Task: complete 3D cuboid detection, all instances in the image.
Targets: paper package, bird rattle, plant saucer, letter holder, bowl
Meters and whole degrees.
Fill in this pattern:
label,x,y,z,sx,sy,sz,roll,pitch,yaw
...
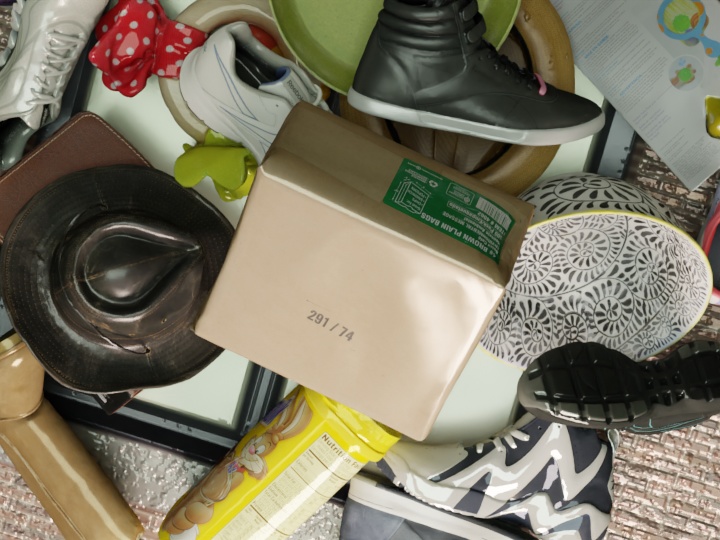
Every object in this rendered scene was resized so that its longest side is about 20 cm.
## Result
label,x,y,z,sx,sy,sz,roll,pitch,yaw
paper package,0.000,0.000,1.468,0.199,0.104,0.191,26,133,0
bird rattle,-0.117,-0.157,1.608,0.162,0.113,0.201,-32,84,-6
plant saucer,0.025,-0.228,1.504,0.198,0.031,0.202,-2,106,-8
letter holder,-0.210,-0.009,1.618,0.142,0.101,0.200,-42,93,-22
bowl,0.172,-0.013,1.568,0.199,0.095,0.202,-2,140,-2

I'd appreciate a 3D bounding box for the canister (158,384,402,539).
label,x,y,z,sx,sy,sz,roll,pitch,yaw
canister,-0.062,0.160,1.603,0.200,0.149,0.087,-44,94,11

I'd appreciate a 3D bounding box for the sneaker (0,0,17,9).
label,x,y,z,sx,sy,sz,roll,pitch,yaw
sneaker,-0.224,-0.260,1.589,0.199,0.088,0.076,-24,95,8

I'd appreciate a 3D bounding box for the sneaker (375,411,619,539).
label,x,y,z,sx,sy,sz,roll,pitch,yaw
sneaker,0.120,0.139,1.620,0.197,0.079,0.131,18,92,7

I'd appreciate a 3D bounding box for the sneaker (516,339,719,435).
label,x,y,z,sx,sy,sz,roll,pitch,yaw
sneaker,0.211,0.104,1.574,0.198,0.079,0.076,1,58,-21

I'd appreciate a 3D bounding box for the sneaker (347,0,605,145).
label,x,y,z,sx,sy,sz,roll,pitch,yaw
sneaker,0.095,-0.155,1.480,0.198,0.071,0.100,8,112,-10

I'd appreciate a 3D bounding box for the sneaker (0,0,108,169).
label,x,y,z,sx,sy,sz,roll,pitch,yaw
sneaker,-0.253,-0.164,1.583,0.075,0.081,0.200,13,128,-38

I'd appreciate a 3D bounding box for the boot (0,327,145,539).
label,x,y,z,sx,sy,sz,roll,pitch,yaw
boot,-0.242,0.143,1.621,0.066,0.175,0.201,-36,91,-25

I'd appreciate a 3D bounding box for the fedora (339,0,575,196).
label,x,y,z,sx,sy,sz,roll,pitch,yaw
fedora,0.077,-0.143,1.582,0.198,0.082,0.203,0,89,4

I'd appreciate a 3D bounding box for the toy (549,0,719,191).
label,x,y,z,sx,sy,sz,roll,pitch,yaw
toy,0.240,-0.169,1.570,0.115,0.047,0.200,-42,71,6

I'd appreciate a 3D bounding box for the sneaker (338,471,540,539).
label,x,y,z,sx,sy,sz,roll,pitch,yaw
sneaker,0.067,0.267,1.633,0.201,0.077,0.148,18,88,12

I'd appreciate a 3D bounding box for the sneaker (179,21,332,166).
label,x,y,z,sx,sy,sz,roll,pitch,yaw
sneaker,-0.051,-0.107,1.511,0.200,0.087,0.075,40,60,-3

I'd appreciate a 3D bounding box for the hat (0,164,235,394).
label,x,y,z,sx,sy,sz,roll,pitch,yaw
hat,-0.174,-0.003,1.531,0.199,0.081,0.203,6,73,-19

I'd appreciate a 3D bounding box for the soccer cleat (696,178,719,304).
label,x,y,z,sx,sy,sz,roll,pitch,yaw
soccer cleat,0.310,-0.068,1.573,0.066,0.076,0.202,18,99,3
